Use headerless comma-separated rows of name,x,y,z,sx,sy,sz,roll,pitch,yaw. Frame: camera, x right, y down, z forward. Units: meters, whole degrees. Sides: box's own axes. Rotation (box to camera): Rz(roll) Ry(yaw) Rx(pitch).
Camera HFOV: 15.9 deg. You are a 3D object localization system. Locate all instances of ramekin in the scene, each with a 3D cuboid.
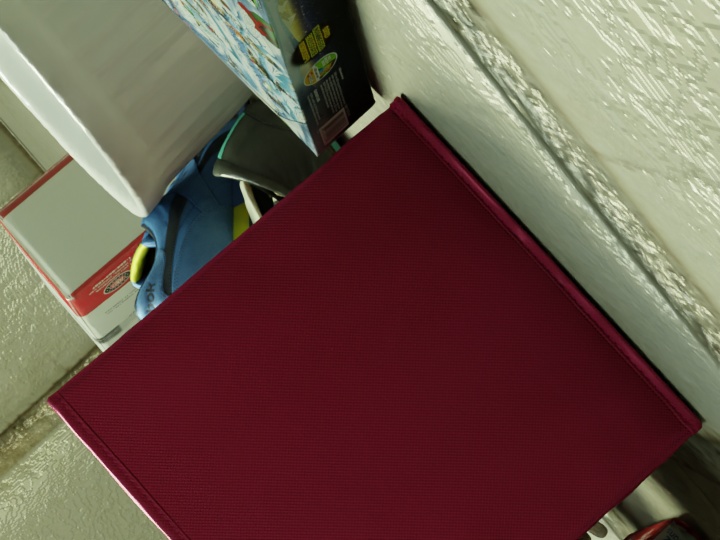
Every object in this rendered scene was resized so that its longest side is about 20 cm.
ramekin,-0.144,-0.133,1.335,0.200,0.098,0.200,46,173,8

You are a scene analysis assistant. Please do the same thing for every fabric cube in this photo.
fabric cube,0.003,0.073,1.160,0.196,0.199,0.200,46,173,6

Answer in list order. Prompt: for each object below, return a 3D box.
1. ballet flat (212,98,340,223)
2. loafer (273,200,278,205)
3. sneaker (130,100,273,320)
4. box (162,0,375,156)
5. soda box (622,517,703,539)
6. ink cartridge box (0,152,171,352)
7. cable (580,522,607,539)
ballet flat,0.000,0.000,1.307,0.200,0.068,0.068,48,172,-4
loafer,-0.031,0.010,1.524,0.068,0.076,0.200,37,169,28
sneaker,-0.088,-0.033,1.386,0.200,0.078,0.066,-92,-12,-59
box,-0.061,-0.136,1.055,0.137,0.040,0.200,45,172,15
soda box,0.151,0.179,1.360,0.063,0.070,0.200,47,173,6
ink cartridge box,-0.151,-0.028,1.757,0.084,0.144,0.200,48,173,15
cable,0.048,0.108,1.435,0.200,0.050,0.097,19,165,0
